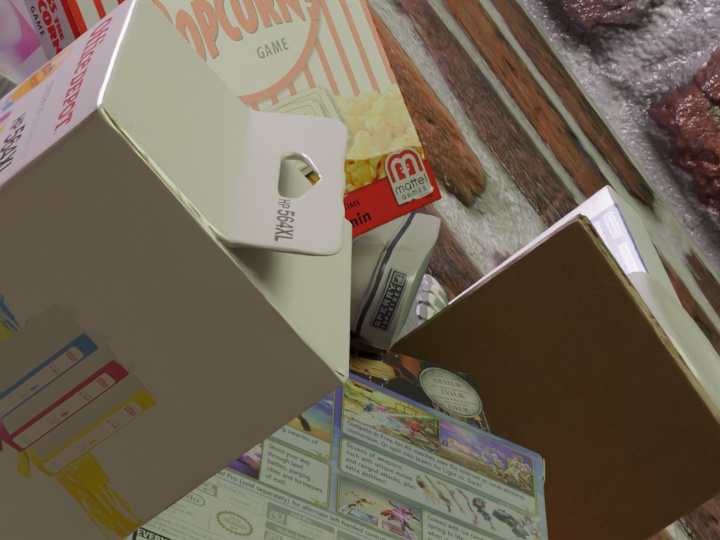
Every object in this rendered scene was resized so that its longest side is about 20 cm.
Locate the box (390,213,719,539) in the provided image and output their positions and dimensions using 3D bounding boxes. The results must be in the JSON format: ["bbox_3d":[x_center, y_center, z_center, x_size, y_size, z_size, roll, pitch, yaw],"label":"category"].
[{"bbox_3d":[0.084,0.092,1.012,0.164,0.200,0.021,56,16,4],"label":"box"}]

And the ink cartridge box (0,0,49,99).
[{"bbox_3d":[-0.188,-0.131,0.909,0.200,0.043,0.197,33,22,-18],"label":"ink cartridge box"}]

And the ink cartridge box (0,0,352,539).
[{"bbox_3d":[-0.098,0.007,0.663,0.125,0.200,0.129,48,16,-21],"label":"ink cartridge box"}]

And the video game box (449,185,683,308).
[{"bbox_3d":[0.127,0.062,1.237,0.047,0.182,0.200,39,21,-32],"label":"video game box"}]

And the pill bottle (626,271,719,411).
[{"bbox_3d":[0.112,0.100,1.077,0.113,0.200,0.113,48,16,-19],"label":"pill bottle"}]

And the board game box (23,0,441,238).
[{"bbox_3d":[-0.065,-0.098,0.880,0.151,0.046,0.201,-25,96,-31],"label":"board game box"}]

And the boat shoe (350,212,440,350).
[{"bbox_3d":[0.000,0.000,1.009,0.065,0.072,0.200,21,11,2],"label":"boat shoe"}]

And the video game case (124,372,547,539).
[{"bbox_3d":[-0.015,0.110,0.770,0.199,0.046,0.182,24,31,-13],"label":"video game case"}]

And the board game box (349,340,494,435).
[{"bbox_3d":[-0.023,0.081,0.888,0.199,0.035,0.136,17,33,-25],"label":"board game box"}]

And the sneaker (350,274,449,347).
[{"bbox_3d":[-0.008,0.022,1.136,0.115,0.075,0.200,39,14,-17],"label":"sneaker"}]
